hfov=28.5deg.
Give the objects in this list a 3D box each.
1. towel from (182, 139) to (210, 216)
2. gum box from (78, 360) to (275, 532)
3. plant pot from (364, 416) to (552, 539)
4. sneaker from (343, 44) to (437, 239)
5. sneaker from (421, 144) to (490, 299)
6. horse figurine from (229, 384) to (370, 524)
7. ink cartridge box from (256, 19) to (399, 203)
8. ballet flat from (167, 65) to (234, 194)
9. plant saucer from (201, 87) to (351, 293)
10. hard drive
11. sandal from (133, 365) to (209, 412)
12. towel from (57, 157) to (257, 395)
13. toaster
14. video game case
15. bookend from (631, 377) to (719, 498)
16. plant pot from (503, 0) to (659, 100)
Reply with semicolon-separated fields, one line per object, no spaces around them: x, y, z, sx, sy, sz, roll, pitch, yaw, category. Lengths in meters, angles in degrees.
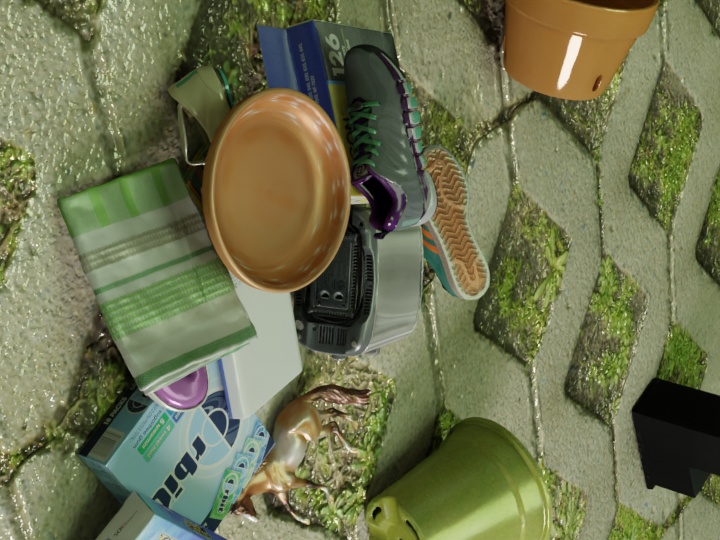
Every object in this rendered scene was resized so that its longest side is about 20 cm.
-0.179;-0.032;1.448;0.200;0.018;0.086;-62;141;-18;towel
-0.187;0.186;1.490;0.170;0.044;0.200;-55;140;-26;gum box
0.113;0.316;1.837;0.184;0.200;0.201;-22;120;-34;plant pot
0.018;-0.135;1.475;0.087;0.074;0.201;-27;99;-47;sneaker
0.099;-0.059;1.779;0.071;0.080;0.201;-20;100;-25;sneaker
-0.068;0.209;1.643;0.132;0.050;0.200;32;84;-35;horse figurine
-0.016;-0.170;1.537;0.200;0.047;0.198;-4;81;-54;ink cartridge box
-0.140;-0.106;1.418;0.069;0.069;0.201;-40;121;-39;ballet flat
-0.086;-0.078;1.396;0.200;0.037;0.201;-4;96;-50;plant saucer
-0.115;0.038;1.507;0.132;0.025;0.201;-38;125;-57;hard drive
-0.196;0.051;1.384;0.082;0.050;0.203;-33;112;-33;sandal
-0.190;0.002;1.353;0.149;0.031;0.201;-26;93;-43;towel
0.000;0.000;1.621;0.129;0.113;0.201;-5;98;-56;toaster
-0.221;0.337;1.452;0.181;0.045;0.200;-51;141;-3;video game case
0.585;0.306;2.433;0.092;0.200;0.199;-47;135;-33;bookend
0.267;-0.310;1.820;0.200;0.200;0.140;-25;137;-47;plant pot
